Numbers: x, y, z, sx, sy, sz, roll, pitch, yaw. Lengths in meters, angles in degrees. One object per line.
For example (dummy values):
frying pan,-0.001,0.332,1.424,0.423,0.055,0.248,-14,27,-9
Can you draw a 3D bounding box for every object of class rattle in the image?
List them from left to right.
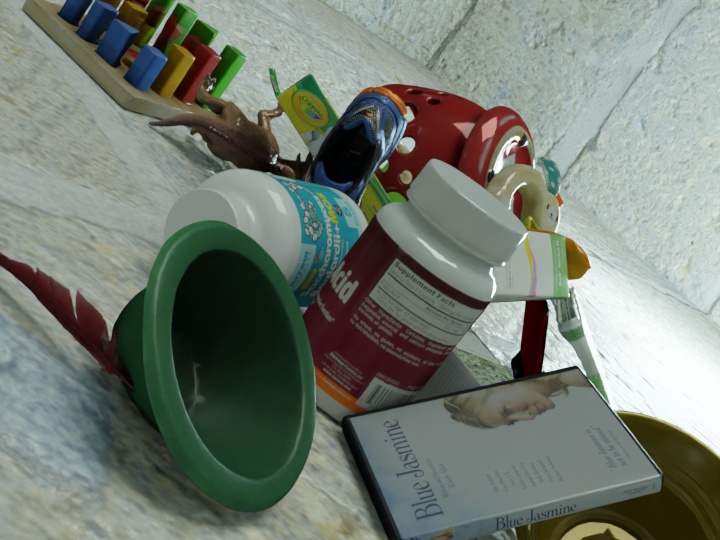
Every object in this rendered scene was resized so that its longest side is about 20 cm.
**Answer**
rattle,0.223,-0.065,1.258,0.199,0.142,0.131,-20,96,-48

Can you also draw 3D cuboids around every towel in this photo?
towel,0.244,0.126,1.186,0.149,0.030,0.201,-56,127,-75

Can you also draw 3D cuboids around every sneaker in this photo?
sneaker,-0.028,-0.081,1.080,0.075,0.201,0.078,29,24,8

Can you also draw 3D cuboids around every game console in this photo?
game console,0.227,0.108,1.245,0.172,0.119,0.200,36,15,-5

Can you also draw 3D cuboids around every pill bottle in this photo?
pill bottle,-0.078,-0.025,0.956,0.111,0.111,0.200,43,16,21
pill bottle,0.035,0.020,0.904,0.114,0.200,0.114,34,15,-10

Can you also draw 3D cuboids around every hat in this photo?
hat,-0.145,0.062,0.724,0.165,0.175,0.202,16,63,-58

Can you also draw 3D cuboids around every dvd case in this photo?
dvd case,0.098,0.132,0.832,0.198,0.018,0.143,-11,32,-12

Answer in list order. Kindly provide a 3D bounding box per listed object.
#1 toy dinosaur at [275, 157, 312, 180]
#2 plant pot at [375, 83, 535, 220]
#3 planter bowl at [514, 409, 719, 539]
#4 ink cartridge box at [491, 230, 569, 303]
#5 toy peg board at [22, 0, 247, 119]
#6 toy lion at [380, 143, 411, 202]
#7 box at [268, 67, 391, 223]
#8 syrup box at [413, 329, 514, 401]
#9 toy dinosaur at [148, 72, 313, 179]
toy dinosaur,-0.066,-0.062,1.207,0.060,0.107,0.200,10,4,29
plant pot,0.099,-0.112,1.344,0.181,0.202,0.200,12,1,29
planter bowl,0.200,0.213,0.860,0.199,0.084,0.201,7,51,-8
ink cartridge box,0.106,-0.004,1.097,0.116,0.068,0.199,-5,-5,35
toy peg board,-0.248,-0.269,1.330,0.200,0.098,0.199,43,16,22
toy lion,0.101,-0.093,1.692,0.192,0.069,0.200,43,14,-7
box,-0.029,-0.131,1.189,0.201,0.048,0.117,55,4,-8
syrup box,0.093,0.120,0.969,0.078,0.082,0.200,22,22,-42
toy dinosaur,-0.125,-0.136,1.253,0.199,0.086,0.136,18,30,-37
